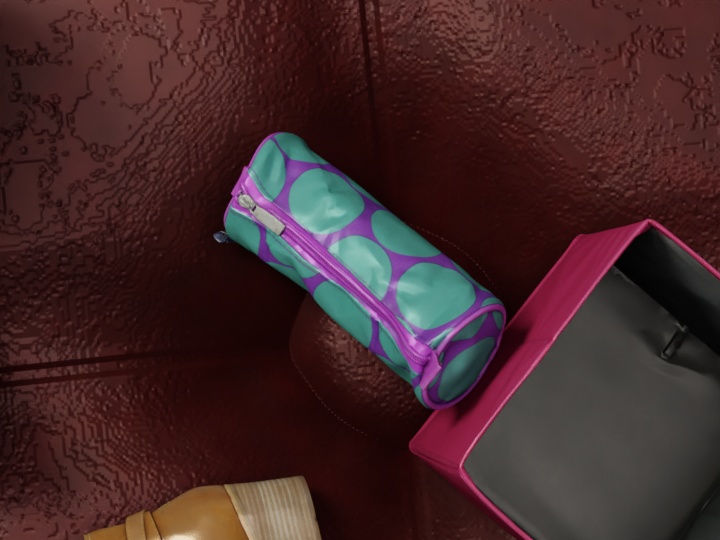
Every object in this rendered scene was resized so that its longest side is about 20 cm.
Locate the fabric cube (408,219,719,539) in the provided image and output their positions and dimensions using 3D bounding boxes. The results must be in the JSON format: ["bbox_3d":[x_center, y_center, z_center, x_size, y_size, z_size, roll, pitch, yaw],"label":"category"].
[{"bbox_3d":[0.173,0.105,1.341,0.196,0.199,0.200,39,84,-5],"label":"fabric cube"}]

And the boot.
[{"bbox_3d":[-0.090,0.241,1.363,0.155,0.077,0.201,-13,87,-9],"label":"boot"}]

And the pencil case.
[{"bbox_3d":[0.000,0.000,1.343,0.200,0.092,0.085,39,114,23],"label":"pencil case"}]
